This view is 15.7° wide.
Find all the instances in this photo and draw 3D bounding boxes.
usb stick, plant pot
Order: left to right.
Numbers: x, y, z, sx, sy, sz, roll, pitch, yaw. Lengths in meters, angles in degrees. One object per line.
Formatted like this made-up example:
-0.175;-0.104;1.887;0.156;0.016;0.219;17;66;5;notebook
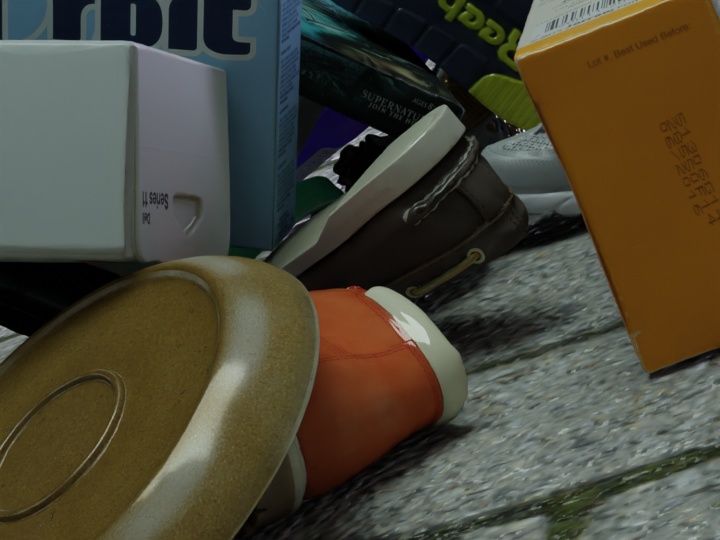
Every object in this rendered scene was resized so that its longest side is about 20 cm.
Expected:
-0.173;-0.003;1.133;0.199;0.033;0.055;21;26;21;usb stick
-0.099;0.066;0.898;0.200;0.027;0.200;-32;30;21;plant pot

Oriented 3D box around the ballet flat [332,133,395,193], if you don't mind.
0.014;-0.034;1.208;0.067;0.046;0.200;-48;9;6;ballet flat

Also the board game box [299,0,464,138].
-0.039;-0.122;1.229;0.028;0.135;0.200;-62;24;14;board game box

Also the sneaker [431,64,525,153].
0.066;-0.082;1.344;0.087;0.076;0.200;-33;3;25;sneaker

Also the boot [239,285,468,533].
-0.037;0.040;0.999;0.107;0.075;0.200;-24;21;-22;boot

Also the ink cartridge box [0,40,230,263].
-0.162;-0.045;1.021;0.199;0.084;0.147;2;0;11;ink cartridge box

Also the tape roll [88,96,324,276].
-0.128;-0.080;1.249;0.140;0.202;0.203;-62;5;13;tape roll

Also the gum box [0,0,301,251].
-0.110;-0.117;1.095;0.169;0.201;0.045;6;17;10;gum box

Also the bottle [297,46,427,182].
-0.027;-0.093;1.395;0.200;0.065;0.084;-38;10;30;bottle

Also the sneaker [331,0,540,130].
0.031;-0.143;1.228;0.074;0.200;0.082;-46;4;15;sneaker

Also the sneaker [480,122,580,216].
0.140;-0.085;1.161;0.199;0.082;0.075;-22;13;6;sneaker

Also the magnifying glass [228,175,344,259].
-0.081;0.025;1.162;0.200;0.022;0.080;-36;-16;-22;magnifying glass

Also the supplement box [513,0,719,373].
0.118;-0.057;0.986;0.073;0.127;0.200;-21;12;13;supplement box

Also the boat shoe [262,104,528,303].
0.000;0.000;1.086;0.072;0.060;0.200;-49;6;-37;boat shoe
